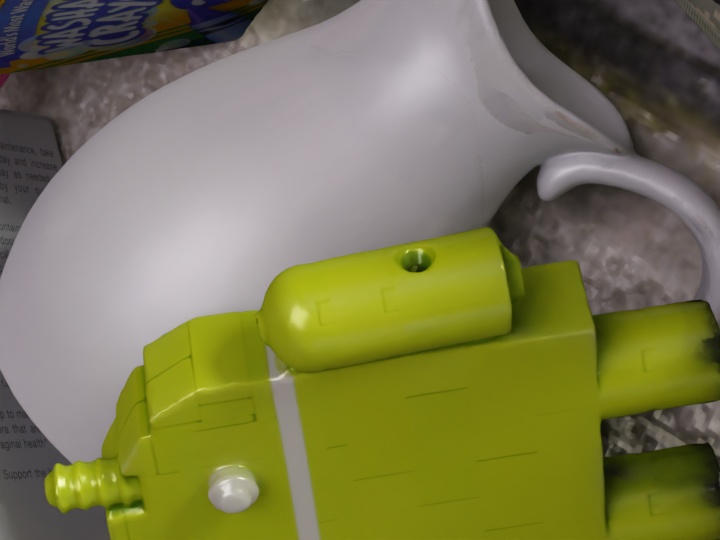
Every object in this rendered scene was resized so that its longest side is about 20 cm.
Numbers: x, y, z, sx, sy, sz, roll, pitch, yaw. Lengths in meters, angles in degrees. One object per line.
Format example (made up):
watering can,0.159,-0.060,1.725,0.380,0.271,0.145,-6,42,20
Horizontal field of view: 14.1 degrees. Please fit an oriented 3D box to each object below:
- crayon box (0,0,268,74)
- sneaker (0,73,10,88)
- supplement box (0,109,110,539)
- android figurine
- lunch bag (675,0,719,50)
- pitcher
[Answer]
crayon box,-0.118,-0.099,0.891,0.199,0.126,0.052,-9,78,-19
sneaker,-0.196,-0.107,1.019,0.200,0.081,0.088,40,108,30
supplement box,-0.145,0.053,0.967,0.101,0.103,0.201,-19,80,25
android figurine,0.009,0.061,0.856,0.199,0.182,0.041,-9,43,-3
lunch bag,0.133,-0.110,0.782,0.118,0.200,0.164,-45,71,17
pitcher,0.000,0.000,0.899,0.200,0.121,0.172,-41,92,13
